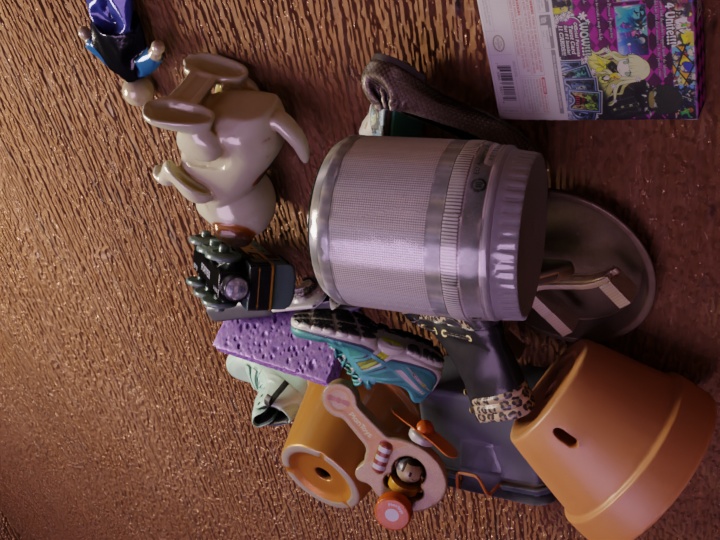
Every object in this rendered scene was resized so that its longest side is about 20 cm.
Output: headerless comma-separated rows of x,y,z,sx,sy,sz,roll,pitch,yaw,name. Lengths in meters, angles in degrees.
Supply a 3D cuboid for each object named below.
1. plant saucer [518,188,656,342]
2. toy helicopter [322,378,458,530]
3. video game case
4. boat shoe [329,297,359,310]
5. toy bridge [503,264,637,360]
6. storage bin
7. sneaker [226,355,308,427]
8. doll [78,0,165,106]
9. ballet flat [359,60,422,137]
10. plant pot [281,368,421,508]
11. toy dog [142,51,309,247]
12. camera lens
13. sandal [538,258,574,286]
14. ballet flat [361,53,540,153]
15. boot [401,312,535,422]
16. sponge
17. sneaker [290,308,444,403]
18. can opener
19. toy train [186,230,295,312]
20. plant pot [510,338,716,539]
0.214,-0.006,0.834,0.198,0.030,0.202,22,139,21,plant saucer
0.033,0.210,0.976,0.132,0.079,0.200,-42,91,24,toy helicopter
0.183,-0.218,0.643,0.179,0.036,0.202,7,132,35,video game case
0.000,0.000,0.952,0.200,0.069,0.067,129,130,-72,boat shoe
0.204,0.039,0.841,0.067,0.027,0.200,43,142,-4,toy bridge
0.161,0.196,0.998,0.198,0.145,0.136,2,120,36,storage bin
-0.163,0.183,1.239,0.198,0.119,0.074,3,132,38,sneaker
-0.284,-0.283,0.933,0.135,0.049,0.202,21,138,22,doll
0.031,-0.128,0.828,0.073,0.074,0.202,15,134,26,ballet flat
-0.013,0.221,1.107,0.198,0.184,0.202,21,139,20,plant pot
-0.148,-0.129,0.932,0.191,0.141,0.201,10,138,4,toy dog
0.061,-0.040,0.722,0.197,0.161,0.161,6,132,22,camera lens
0.123,-0.022,0.820,0.198,0.080,0.055,15,115,32,sandal
0.086,-0.137,0.741,0.198,0.047,0.067,26,176,-21,ballet flat
0.120,0.090,0.898,0.152,0.073,0.200,67,159,-2,boot
-0.103,0.085,1.103,0.198,0.113,0.030,13,160,28,sponge
0.004,0.105,0.958,0.198,0.078,0.080,22,105,-5,sneaker
-0.123,0.048,1.076,0.198,0.053,0.067,-4,126,29,can opener
-0.160,0.001,1.026,0.200,0.112,0.087,-150,64,-64,toy train
0.254,0.170,0.840,0.139,0.200,0.201,36,141,4,plant pot
